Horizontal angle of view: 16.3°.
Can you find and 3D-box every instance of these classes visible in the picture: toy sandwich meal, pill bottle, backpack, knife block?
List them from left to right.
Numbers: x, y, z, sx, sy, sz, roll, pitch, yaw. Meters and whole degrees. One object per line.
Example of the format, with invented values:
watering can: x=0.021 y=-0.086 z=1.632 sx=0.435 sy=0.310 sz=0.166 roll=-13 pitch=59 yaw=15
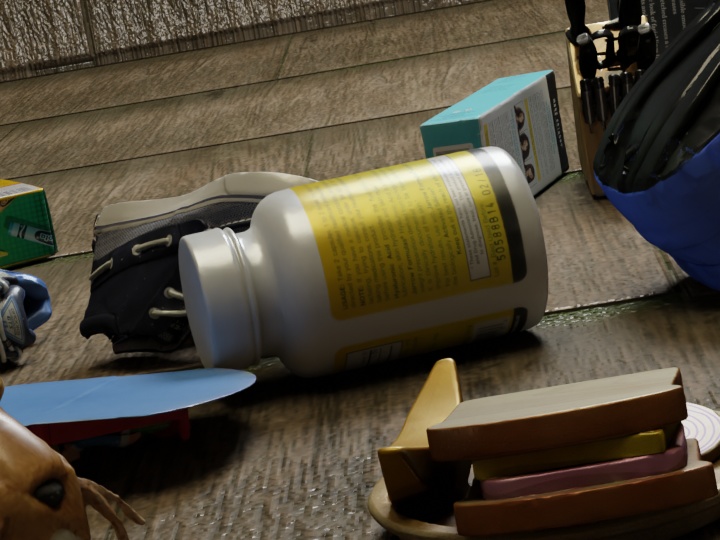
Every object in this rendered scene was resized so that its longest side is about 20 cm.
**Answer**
pill bottle: x=0.000 y=0.000 z=1.458 sx=0.199 sy=0.112 sz=0.111 roll=-12 pitch=11 yaw=-13
toy sandwich meal: x=0.089 y=0.073 z=1.116 sx=0.204 sy=0.071 sz=0.205 roll=-9 pitch=11 yaw=2
knife block: x=0.189 y=-0.152 z=1.888 sx=0.064 sy=0.177 sz=0.200 roll=-8 pitch=11 yaw=3
backpack: x=0.253 y=-0.077 z=1.505 sx=0.200 sy=0.168 sz=0.162 roll=-44 pitch=11 yaw=-4

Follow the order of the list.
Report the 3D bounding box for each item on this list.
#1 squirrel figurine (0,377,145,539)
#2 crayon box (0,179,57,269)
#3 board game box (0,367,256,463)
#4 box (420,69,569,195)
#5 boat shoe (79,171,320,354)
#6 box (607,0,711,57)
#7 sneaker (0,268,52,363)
squirrel figurine: x=-0.141 y=0.125 z=0.754 sx=0.199 sy=0.188 sz=0.141 roll=1 pitch=15 yaw=43
crayon box: x=-0.358 y=-0.022 z=2.019 sx=0.199 sy=0.059 sz=0.119 roll=-15 pitch=12 yaw=-23
board game box: x=-0.152 y=0.088 z=1.352 sx=0.199 sy=0.039 sz=0.158 roll=-5 pitch=5 yaw=12
box: x=0.104 y=-0.094 z=1.912 sx=0.049 sy=0.083 sz=0.200 roll=-6 pitch=11 yaw=22
boat shoe: x=-0.094 y=0.001 z=1.557 sx=0.199 sy=0.093 sz=0.074 roll=-11 pitch=-29 yaw=44
box: x=0.307 y=-0.193 z=2.022 sx=0.199 sy=0.150 sz=0.107 roll=-6 pitch=2 yaw=18
sneaker: x=-0.259 y=0.032 z=1.628 sx=0.085 sy=0.078 sz=0.200 roll=-2 pitch=13 yaw=15
